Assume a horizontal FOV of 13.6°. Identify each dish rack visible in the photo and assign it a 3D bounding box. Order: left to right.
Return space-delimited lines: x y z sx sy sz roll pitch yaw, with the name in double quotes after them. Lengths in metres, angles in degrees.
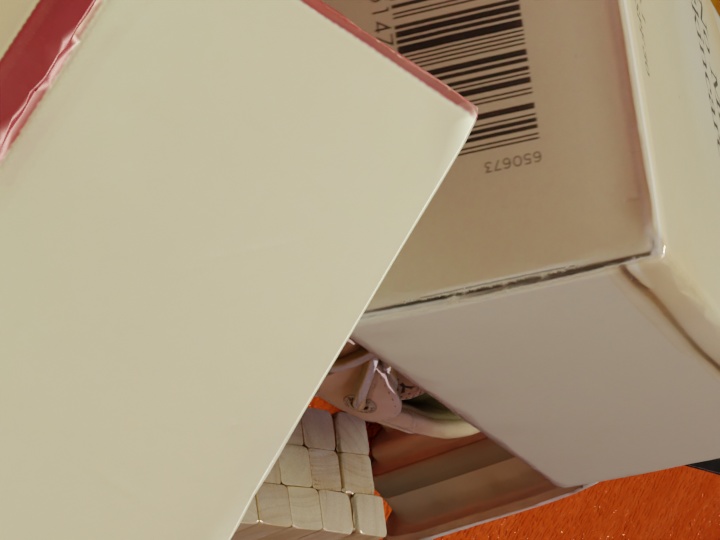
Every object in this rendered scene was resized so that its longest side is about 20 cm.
0.085 0.007 1.080 0.200 0.044 0.171 -49 -168 -30 "dish rack"

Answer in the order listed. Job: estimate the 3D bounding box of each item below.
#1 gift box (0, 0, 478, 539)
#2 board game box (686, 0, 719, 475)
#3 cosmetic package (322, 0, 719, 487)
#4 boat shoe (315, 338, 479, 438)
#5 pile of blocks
-0.104 0.024 0.519 0.187 0.184 0.200 -59 -177 -13 "gift box"
0.072 -0.030 0.836 0.201 0.125 0.035 95 13 -46 "board game box"
0.046 -0.021 0.679 0.200 0.073 0.104 35 46 -69 "cosmetic package"
0.000 0.000 0.740 0.072 0.065 0.200 -46 161 -1 "boat shoe"
-0.061 0.069 0.869 0.082 0.063 0.200 0 160 -21 "pile of blocks"
